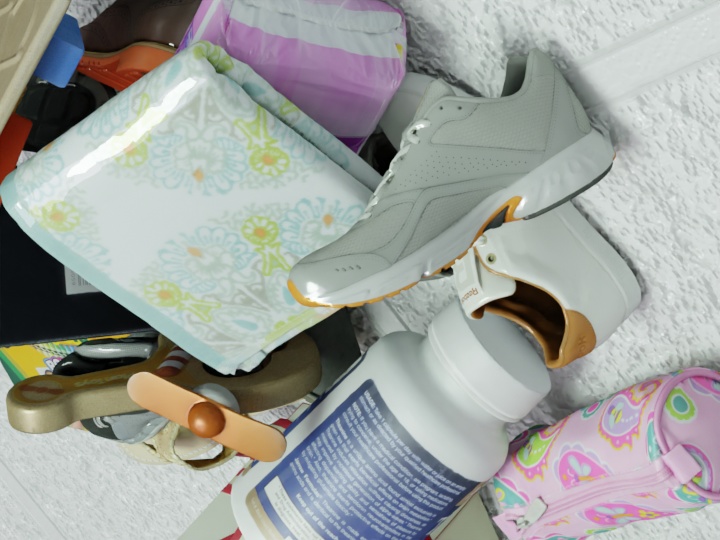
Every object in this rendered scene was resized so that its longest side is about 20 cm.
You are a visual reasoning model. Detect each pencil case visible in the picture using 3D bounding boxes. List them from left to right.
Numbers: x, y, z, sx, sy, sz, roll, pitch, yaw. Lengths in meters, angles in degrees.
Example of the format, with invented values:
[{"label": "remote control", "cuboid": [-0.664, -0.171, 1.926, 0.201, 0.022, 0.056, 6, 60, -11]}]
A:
[{"label": "pencil case", "cuboid": [0.158, 0.118, 1.586, 0.088, 0.087, 0.200, 50, 148, -8]}]

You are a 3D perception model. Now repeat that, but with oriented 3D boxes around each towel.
[{"label": "towel", "cuboid": [-0.081, -0.034, 1.502, 0.171, 0.048, 0.200, -33, 126, 30]}]

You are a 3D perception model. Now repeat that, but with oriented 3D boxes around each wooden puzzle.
[{"label": "wooden puzzle", "cuboid": [-0.208, -0.122, 1.559, 0.046, 0.185, 0.201, 19, 110, -19]}]

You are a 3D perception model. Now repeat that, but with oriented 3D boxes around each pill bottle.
[{"label": "pill bottle", "cuboid": [0.022, 0.110, 1.634, 0.111, 0.111, 0.200, 46, 108, -1]}]

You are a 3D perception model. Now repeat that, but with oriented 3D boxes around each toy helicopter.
[{"label": "toy helicopter", "cuboid": [-0.121, 0.076, 1.627, 0.132, 0.198, 0.079, -114, 16, -60]}]

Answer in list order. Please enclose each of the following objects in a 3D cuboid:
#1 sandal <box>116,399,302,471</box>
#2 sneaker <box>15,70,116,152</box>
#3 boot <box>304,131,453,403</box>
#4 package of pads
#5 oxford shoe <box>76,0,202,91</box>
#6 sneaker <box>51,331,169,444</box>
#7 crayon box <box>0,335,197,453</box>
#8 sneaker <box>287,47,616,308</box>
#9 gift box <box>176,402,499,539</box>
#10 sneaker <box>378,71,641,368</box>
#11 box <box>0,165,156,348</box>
[{"label": "sandal", "cuboid": [-0.111, 0.105, 1.830, 0.211, 0.070, 0.078, -27, 115, 35]}, {"label": "sneaker", "cuboid": [-0.242, -0.110, 1.784, 0.199, 0.076, 0.079, 17, 174, 24]}, {"label": "boot", "cuboid": [-0.001, 0.002, 1.666, 0.199, 0.073, 0.182, -12, 117, 47]}, {"label": "package of pads", "cuboid": [-0.062, -0.084, 1.540, 0.120, 0.076, 0.200, 12, 137, -20]}, {"label": "oxford shoe", "cuboid": [-0.132, -0.149, 1.654, 0.071, 0.073, 0.200, 23, 175, -27]}, {"label": "sneaker", "cuboid": [-0.170, 0.073, 1.770, 0.200, 0.115, 0.076, -22, 73, 52]}, {"label": "crayon box", "cuboid": [-0.194, 0.062, 1.960, 0.199, 0.058, 0.119, 8, 133, 45]}, {"label": "sneaker", "cuboid": [0.038, -0.052, 1.446, 0.092, 0.199, 0.076, 62, 167, -8]}, {"label": "gift box", "cuboid": [-0.024, 0.211, 1.814, 0.199, 0.185, 0.188, 10, 136, 38]}, {"label": "sneaker", "cuboid": [0.071, -0.028, 1.520, 0.200, 0.085, 0.073, 45, 151, 3]}, {"label": "box", "cuboid": [-0.222, -0.012, 1.749, 0.199, 0.196, 0.118, -1, 93, 51]}]
